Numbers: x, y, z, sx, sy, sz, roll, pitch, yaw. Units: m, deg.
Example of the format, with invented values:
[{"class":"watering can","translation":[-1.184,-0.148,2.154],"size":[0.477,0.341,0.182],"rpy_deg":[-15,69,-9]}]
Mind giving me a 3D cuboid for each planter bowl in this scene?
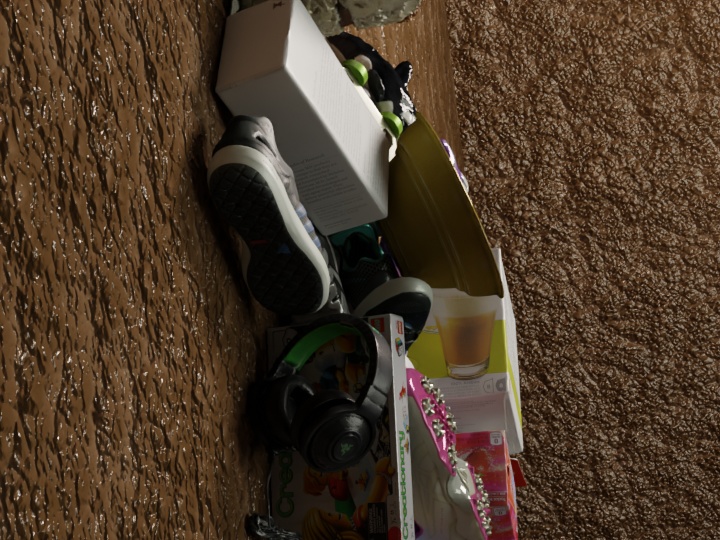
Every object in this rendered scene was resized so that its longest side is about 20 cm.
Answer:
[{"class":"planter bowl","translation":[0.061,-0.047,1.192],"size":[0.200,0.083,0.201],"rpy_deg":[-25,90,-90]}]

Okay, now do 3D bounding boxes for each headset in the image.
[{"class":"headset","translation":[-0.037,0.136,1.035],"size":[0.094,0.123,0.201],"rpy_deg":[40,71,-40]}]

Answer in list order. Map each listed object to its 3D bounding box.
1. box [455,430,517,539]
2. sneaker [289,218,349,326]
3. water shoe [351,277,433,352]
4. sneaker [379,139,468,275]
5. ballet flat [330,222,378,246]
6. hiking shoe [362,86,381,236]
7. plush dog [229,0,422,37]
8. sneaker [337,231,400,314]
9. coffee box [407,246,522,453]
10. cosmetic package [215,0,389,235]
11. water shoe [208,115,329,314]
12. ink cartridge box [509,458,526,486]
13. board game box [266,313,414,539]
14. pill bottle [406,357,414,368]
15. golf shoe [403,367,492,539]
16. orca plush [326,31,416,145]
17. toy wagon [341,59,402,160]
[{"class":"box","translation":[0.066,0.244,1.311],"size":[0.100,0.199,0.096],"rpy_deg":[74,14,-49]},{"class":"sneaker","translation":[-0.041,0.021,1.192],"size":[0.091,0.066,0.201],"rpy_deg":[-77,157,-53]},{"class":"water shoe","translation":[0.012,0.095,1.142],"size":[0.071,0.200,0.079],"rpy_deg":[15,34,-36]},{"class":"sneaker","translation":[0.066,-0.078,1.380],"size":[0.200,0.080,0.089],"rpy_deg":[-67,155,-43]},{"class":"ballet flat","translation":[-0.021,-0.068,1.359],"size":[0.200,0.067,0.071],"rpy_deg":[74,2,-54]},{"class":"hiking shoe","translation":[0.000,-0.124,1.385],"size":[0.101,0.075,0.201],"rpy_deg":[37,-33,65]},{"class":"plush dog","translation":[-0.023,-0.267,1.121],"size":[0.200,0.171,0.161],"rpy_deg":[43,44,-76]},{"class":"sneaker","translation":[0.000,0.000,1.257],"size":[0.200,0.077,0.092],"rpy_deg":[-147,-136,-64]},{"class":"coffee box","translation":[0.092,0.110,1.519],"size":[0.200,0.199,0.199],"rpy_deg":[66,21,-59]},{"class":"cosmetic package","translation":[-0.046,-0.135,1.088],"size":[0.200,0.071,0.102],"rpy_deg":[55,28,-43]},{"class":"water shoe","translation":[-0.067,-0.043,1.011],"size":[0.200,0.071,0.079],"rpy_deg":[73,20,-49]},{"class":"ink cartridge box","translation":[0.100,0.275,1.484],"size":[0.162,0.199,0.050],"rpy_deg":[61,26,-65]},{"class":"board game box","translation":[-0.019,0.145,1.083],"size":[0.035,0.126,0.201],"rpy_deg":[22,63,-63]},{"class":"pill bottle","translation":[0.004,0.146,1.270],"size":[0.109,0.108,0.201],"rpy_deg":[75,14,-46]},{"class":"golf shoe","translation":[0.055,0.183,1.138],"size":[0.075,0.091,0.201],"rpy_deg":[-75,145,-61]},{"class":"orca plush","translation":[0.025,-0.224,1.428],"size":[0.200,0.071,0.105],"rpy_deg":[53,-20,37]},{"class":"toy wagon","translation":[-0.010,-0.115,1.252],"size":[0.200,0.039,0.155],"rpy_deg":[53,48,-24]}]
